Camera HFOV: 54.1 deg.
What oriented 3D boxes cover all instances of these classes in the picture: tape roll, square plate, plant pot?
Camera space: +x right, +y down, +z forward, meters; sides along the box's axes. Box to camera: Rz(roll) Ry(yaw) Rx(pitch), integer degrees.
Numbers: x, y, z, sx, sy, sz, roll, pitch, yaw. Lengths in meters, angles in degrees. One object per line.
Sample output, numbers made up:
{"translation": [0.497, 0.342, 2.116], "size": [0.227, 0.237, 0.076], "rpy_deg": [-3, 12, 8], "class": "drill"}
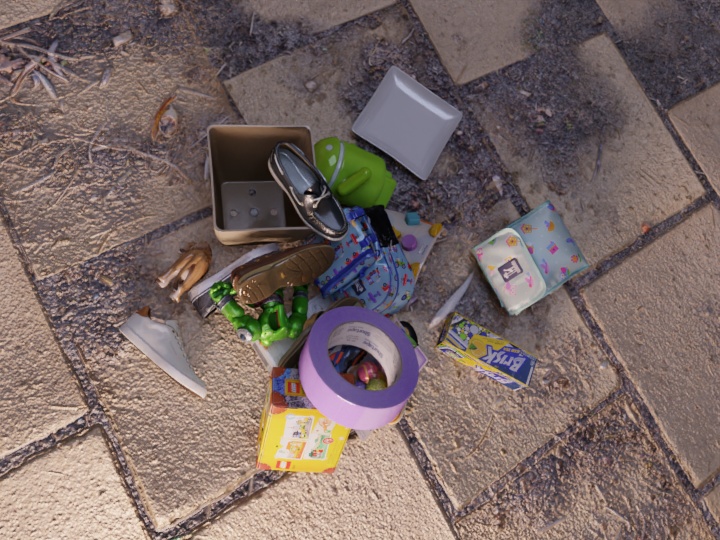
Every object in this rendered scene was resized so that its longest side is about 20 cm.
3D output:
{"translation": [-0.002, 0.159, 1.178], "size": [0.195, 0.066, 0.203], "rpy_deg": [15, 44, -15], "class": "tape roll"}
{"translation": [0.103, -0.324, 1.560], "size": [0.197, 0.028, 0.201], "rpy_deg": [33, 68, -3], "class": "square plate"}
{"translation": [-0.193, -0.142, 1.347], "size": [0.194, 0.177, 0.206], "rpy_deg": [-3, 73, -17], "class": "plant pot"}

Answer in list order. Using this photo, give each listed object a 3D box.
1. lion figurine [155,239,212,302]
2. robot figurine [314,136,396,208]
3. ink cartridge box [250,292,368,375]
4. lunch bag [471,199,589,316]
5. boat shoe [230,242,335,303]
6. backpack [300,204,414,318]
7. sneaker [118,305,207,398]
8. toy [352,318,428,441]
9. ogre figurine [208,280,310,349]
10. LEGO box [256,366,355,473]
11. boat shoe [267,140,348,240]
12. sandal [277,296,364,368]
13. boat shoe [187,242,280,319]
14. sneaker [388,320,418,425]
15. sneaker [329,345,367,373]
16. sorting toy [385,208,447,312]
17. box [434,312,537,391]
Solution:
{"translation": [-0.307, -0.006, 1.274], "size": [0.122, 0.199, 0.073], "rpy_deg": [-45, 107, -15], "class": "lion figurine"}
{"translation": [-0.026, -0.194, 1.429], "size": [0.196, 0.117, 0.177], "rpy_deg": [20, 24, -21], "class": "robot figurine"}
{"translation": [-0.093, 0.148, 1.368], "size": [0.198, 0.050, 0.164], "rpy_deg": [-31, 83, -33], "class": "ink cartridge box"}
{"translation": [0.350, -0.022, 1.486], "size": [0.197, 0.122, 0.173], "rpy_deg": [-29, 84, -12], "class": "lunch bag"}
{"translation": [-0.138, -0.011, 1.254], "size": [0.196, 0.073, 0.068], "rpy_deg": [-22, 44, -24], "class": "boat shoe"}
{"translation": [0.000, 0.000, 1.346], "size": [0.133, 0.181, 0.204], "rpy_deg": [-10, 71, -59], "class": "backpack"}
{"translation": [-0.339, 0.142, 1.280], "size": [0.199, 0.073, 0.085], "rpy_deg": [42, 71, 2], "class": "sneaker"}
{"translation": [0.026, 0.196, 1.293], "size": [0.201, 0.047, 0.116], "rpy_deg": [-51, 48, 11], "class": "toy"}
{"translation": [-0.170, 0.072, 1.283], "size": [0.198, 0.097, 0.122], "rpy_deg": [16, 47, -51], "class": "ogre figurine"}
{"translation": [-0.098, 0.266, 1.233], "size": [0.145, 0.203, 0.078], "rpy_deg": [7, 44, -12], "class": "LEGO box"}
{"translation": [-0.091, -0.140, 1.248], "size": [0.200, 0.060, 0.076], "rpy_deg": [45, 67, 1], "class": "boat shoe"}
{"translation": [-0.077, 0.114, 1.275], "size": [0.199, 0.054, 0.081], "rpy_deg": [-42, 131, -12], "class": "sandal"}
{"translation": [-0.229, 0.021, 1.347], "size": [0.197, 0.072, 0.069], "rpy_deg": [-33, 81, -18], "class": "boat shoe"}
{"translation": [0.069, 0.189, 1.355], "size": [0.068, 0.090, 0.205], "rpy_deg": [8, 72, 13], "class": "sneaker"}
{"translation": [-0.055, 0.169, 1.315], "size": [0.078, 0.076, 0.200], "rpy_deg": [34, 57, 17], "class": "sneaker"}
{"translation": [0.061, -0.054, 1.446], "size": [0.176, 0.108, 0.203], "rpy_deg": [24, 68, 15], "class": "sorting toy"}
{"translation": [0.255, 0.167, 1.433], "size": [0.196, 0.064, 0.071], "rpy_deg": [28, 68, -4], "class": "box"}
